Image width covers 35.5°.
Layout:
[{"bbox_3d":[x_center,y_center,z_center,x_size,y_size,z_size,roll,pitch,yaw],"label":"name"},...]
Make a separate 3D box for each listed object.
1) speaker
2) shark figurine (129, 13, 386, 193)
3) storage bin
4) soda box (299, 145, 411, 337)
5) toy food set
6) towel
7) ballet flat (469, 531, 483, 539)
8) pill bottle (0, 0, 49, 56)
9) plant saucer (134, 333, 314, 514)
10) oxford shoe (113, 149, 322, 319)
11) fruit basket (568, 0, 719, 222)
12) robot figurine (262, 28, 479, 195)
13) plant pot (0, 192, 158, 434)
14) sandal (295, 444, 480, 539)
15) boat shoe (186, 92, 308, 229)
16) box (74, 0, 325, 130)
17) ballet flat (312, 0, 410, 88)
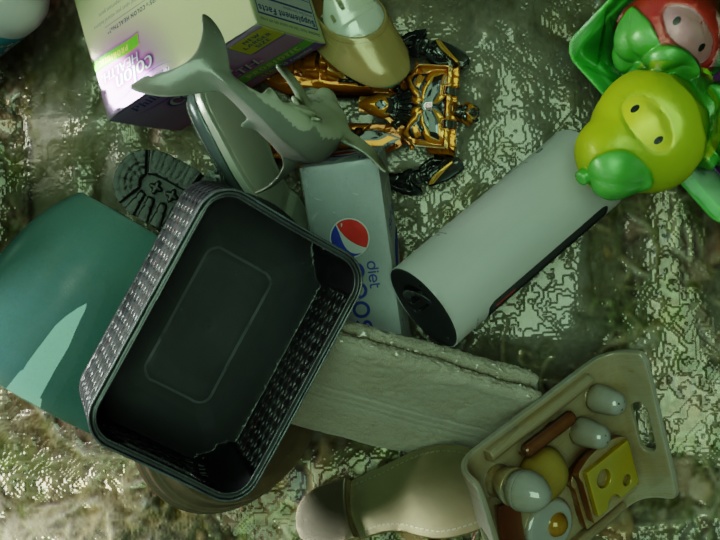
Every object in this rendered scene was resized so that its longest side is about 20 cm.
[{"bbox_3d":[0.119,-0.028,0.920,0.200,0.081,0.081,-39,83,-19],"label":"speaker"},{"bbox_3d":[-0.067,-0.101,0.853,0.090,0.214,0.128,-46,68,17],"label":"shark figurine"},{"bbox_3d":[-0.105,0.048,0.829,0.135,0.094,0.201,29,89,-20],"label":"storage bin"},{"bbox_3d":[0.000,0.000,0.954,0.068,0.063,0.202,-7,105,9],"label":"soda box"},{"bbox_3d":[0.173,0.173,0.891,0.199,0.060,0.145,-30,113,-28],"label":"toy food set"},{"bbox_3d":[0.037,0.101,0.922,0.198,0.133,0.035,17,48,-19],"label":"towel"},{"bbox_3d":[0.119,0.249,0.958,0.075,0.064,0.202,20,91,9],"label":"ballet flat"},{"bbox_3d":[-0.349,-0.233,0.982,0.199,0.111,0.112,-27,85,30],"label":"pill bottle"},{"bbox_3d":[-0.102,0.108,0.938,0.029,0.199,0.202,13,90,46],"label":"plant saucer"},{"bbox_3d":[-0.105,-0.032,0.916,0.199,0.084,0.073,37,86,-7],"label":"oxford shoe"},{"bbox_3d":[0.254,-0.135,0.879,0.216,0.215,0.156,50,130,6],"label":"fruit basket"},{"bbox_3d":[0.004,-0.141,0.986,0.198,0.058,0.147,2,90,9],"label":"robot figurine"},{"bbox_3d":[-0.223,0.033,0.951,0.199,0.201,0.162,29,85,8],"label":"plant pot"},{"bbox_3d":[0.048,0.203,0.974,0.210,0.069,0.078,-17,63,28],"label":"sandal"},{"bbox_3d":[-0.102,-0.071,0.958,0.061,0.073,0.201,-14,127,24],"label":"boat shoe"},{"bbox_3d":[-0.148,-0.249,0.952,0.175,0.096,0.202,-24,77,31],"label":"box"},{"bbox_3d":[-0.027,-0.234,0.956,0.068,0.063,0.200,-31,61,-14],"label":"ballet flat"}]
